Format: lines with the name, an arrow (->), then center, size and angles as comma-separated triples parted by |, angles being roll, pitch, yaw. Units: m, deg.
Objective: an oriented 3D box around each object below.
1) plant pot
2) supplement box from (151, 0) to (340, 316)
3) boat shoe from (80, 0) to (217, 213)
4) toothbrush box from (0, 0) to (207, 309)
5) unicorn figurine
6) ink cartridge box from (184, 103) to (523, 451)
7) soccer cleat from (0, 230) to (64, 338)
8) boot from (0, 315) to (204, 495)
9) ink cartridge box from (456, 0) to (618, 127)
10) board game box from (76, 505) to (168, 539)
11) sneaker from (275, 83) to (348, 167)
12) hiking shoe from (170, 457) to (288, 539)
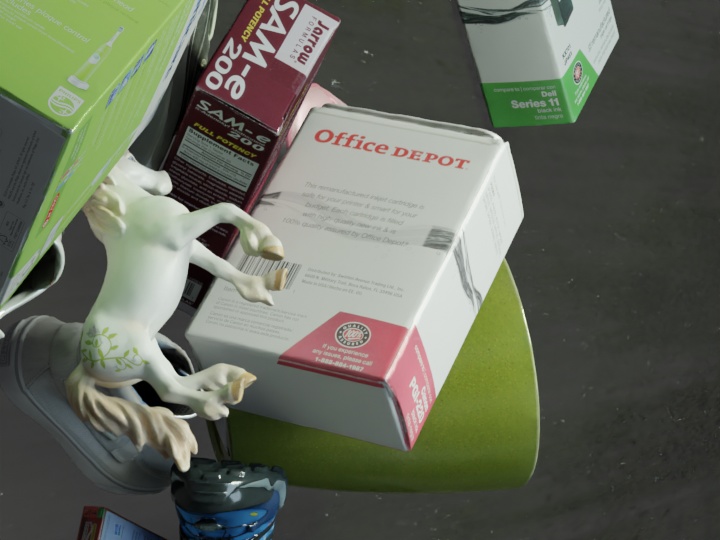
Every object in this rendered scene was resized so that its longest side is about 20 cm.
plant pot -> -0.004, 0.075, 1.533 | 0.187, 0.198, 0.189 | 169, -90, -77
supplement box -> -0.084, -0.074, 1.415 | 0.109, 0.061, 0.200 | -64, -177, -40
boat shoe -> -0.129, -0.115, 1.430 | 0.064, 0.070, 0.201 | 52, 48, -54
toothbrush box -> -0.164, -0.099, 1.217 | 0.200, 0.086, 0.146 | -56, 178, -47
unicorn figurine -> -0.113, 0.003, 1.291 | 0.074, 0.136, 0.201 | 93, 15, -60
ink cartridge box -> 0.000, 0.000, 1.436 | 0.201, 0.145, 0.085 | -63, 152, -30
soccer cleat -> -0.194, -0.024, 1.291 | 0.200, 0.085, 0.069 | -57, 139, -45
boot -> -0.135, 0.089, 1.398 | 0.200, 0.095, 0.074 | 44, 53, -55
ink cartridge box -> 0.146, -0.246, 1.944 | 0.147, 0.083, 0.201 | -59, 139, -45
board game box -> -0.163, 0.260, 1.434 | 0.103, 0.019, 0.201 | 39, 57, -56
sneaker -> 0.016, -0.081, 1.678 | 0.200, 0.104, 0.076 | 42, 56, -54
hiking shoe -> -0.083, 0.171, 1.450 | 0.200, 0.074, 0.087 | 73, 22, -75
